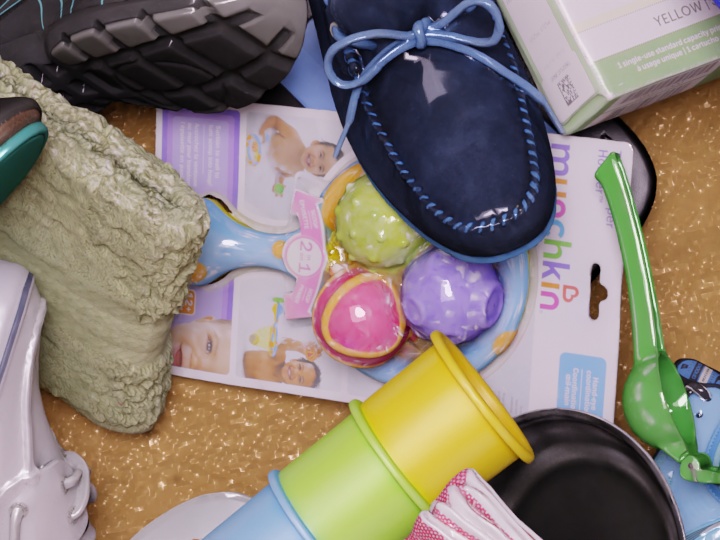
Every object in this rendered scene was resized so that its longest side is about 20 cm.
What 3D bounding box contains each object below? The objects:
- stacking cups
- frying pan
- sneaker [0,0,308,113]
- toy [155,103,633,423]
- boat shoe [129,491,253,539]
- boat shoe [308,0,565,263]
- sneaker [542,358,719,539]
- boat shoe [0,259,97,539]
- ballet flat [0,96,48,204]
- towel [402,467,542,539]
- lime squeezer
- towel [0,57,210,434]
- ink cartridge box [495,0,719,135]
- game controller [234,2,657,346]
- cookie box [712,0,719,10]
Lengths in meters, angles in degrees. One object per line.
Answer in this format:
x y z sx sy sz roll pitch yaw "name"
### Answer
-0.031 0.106 0.858 0.200 0.060 0.061 -39 79 7 "stacking cups"
0.049 0.123 0.883 0.190 0.031 0.116 -28 69 36 "frying pan"
-0.097 -0.102 0.911 0.199 0.075 0.080 -9 61 42 "sneaker"
0.000 0.000 0.897 0.199 0.047 0.116 8 103 25 "toy"
-0.091 0.174 0.914 0.071 0.064 0.201 33 89 10 "boat shoe"
0.010 -0.094 0.863 0.084 0.069 0.201 -26 63 -6 "boat shoe"
0.155 0.063 0.881 0.199 0.078 0.090 -33 76 4 "sneaker"
-0.135 0.093 0.917 0.065 0.074 0.201 9 112 -4 "boat shoe"
-0.178 -0.018 0.876 0.068 0.200 0.068 46 49 7 "ballet flat"
0.059 0.171 0.848 0.146 0.200 0.030 37 49 11 "towel"
0.141 0.050 0.838 0.071 0.038 0.200 -45 72 -2 "lime squeezer"
-0.150 -0.030 0.920 0.199 0.149 0.037 33 49 12 "towel"
0.098 -0.166 0.900 0.145 0.048 0.201 -22 81 -25 "ink cartridge box"
0.022 -0.066 0.930 0.200 0.042 0.104 44 104 11 "game controller"
0.181 -0.163 0.818 0.171 0.075 0.200 -34 84 -30 "cookie box"
